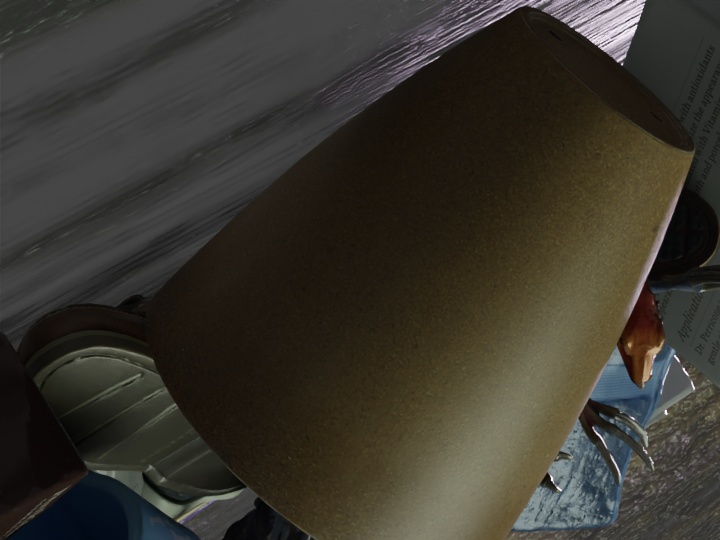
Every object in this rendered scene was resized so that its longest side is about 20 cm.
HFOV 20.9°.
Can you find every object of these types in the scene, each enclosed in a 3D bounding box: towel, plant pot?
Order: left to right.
[{"bbox_3d":[0.041,-0.005,0.819,0.200,0.186,0.186,-51,169,18],"label":"plant pot"},{"bbox_3d":[0.137,0.067,1.175,0.111,0.049,0.201,2,118,-39],"label":"towel"}]

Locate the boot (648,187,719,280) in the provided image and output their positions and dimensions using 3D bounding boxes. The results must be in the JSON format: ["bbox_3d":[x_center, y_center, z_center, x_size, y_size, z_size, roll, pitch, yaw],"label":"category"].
[{"bbox_3d":[0.099,-0.019,1.031,0.199,0.075,0.097,2,174,24],"label":"boot"}]

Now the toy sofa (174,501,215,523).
[{"bbox_3d":[-0.110,0.115,1.285,0.199,0.083,0.098,-34,173,-2],"label":"toy sofa"}]

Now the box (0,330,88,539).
[{"bbox_3d":[-0.207,0.101,0.715,0.100,0.075,0.200,-38,174,39],"label":"box"}]

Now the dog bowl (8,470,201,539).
[{"bbox_3d":[-0.155,0.130,0.844,0.199,0.050,0.112,10,-125,38],"label":"dog bowl"}]

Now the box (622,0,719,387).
[{"bbox_3d":[0.233,-0.078,1.041,0.200,0.131,0.200,-30,150,-35],"label":"box"}]

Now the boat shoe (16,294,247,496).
[{"bbox_3d":[-0.103,0.049,0.885,0.072,0.068,0.200,-27,154,8],"label":"boat shoe"}]

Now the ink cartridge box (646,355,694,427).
[{"bbox_3d":[0.105,0.056,1.393,0.144,0.201,0.145,-29,172,-40],"label":"ink cartridge box"}]

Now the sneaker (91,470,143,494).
[{"bbox_3d":[-0.136,0.131,0.979,0.082,0.074,0.201,-39,147,-56],"label":"sneaker"}]

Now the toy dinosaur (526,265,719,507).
[{"bbox_3d":[0.083,0.043,0.926,0.199,0.106,0.182,4,151,5],"label":"toy dinosaur"}]

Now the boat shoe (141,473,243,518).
[{"bbox_3d":[-0.080,0.085,1.100,0.062,0.075,0.200,-39,171,14],"label":"boat shoe"}]

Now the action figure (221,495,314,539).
[{"bbox_3d":[-0.051,0.140,0.992,0.200,0.069,0.130,-37,-166,41],"label":"action figure"}]
